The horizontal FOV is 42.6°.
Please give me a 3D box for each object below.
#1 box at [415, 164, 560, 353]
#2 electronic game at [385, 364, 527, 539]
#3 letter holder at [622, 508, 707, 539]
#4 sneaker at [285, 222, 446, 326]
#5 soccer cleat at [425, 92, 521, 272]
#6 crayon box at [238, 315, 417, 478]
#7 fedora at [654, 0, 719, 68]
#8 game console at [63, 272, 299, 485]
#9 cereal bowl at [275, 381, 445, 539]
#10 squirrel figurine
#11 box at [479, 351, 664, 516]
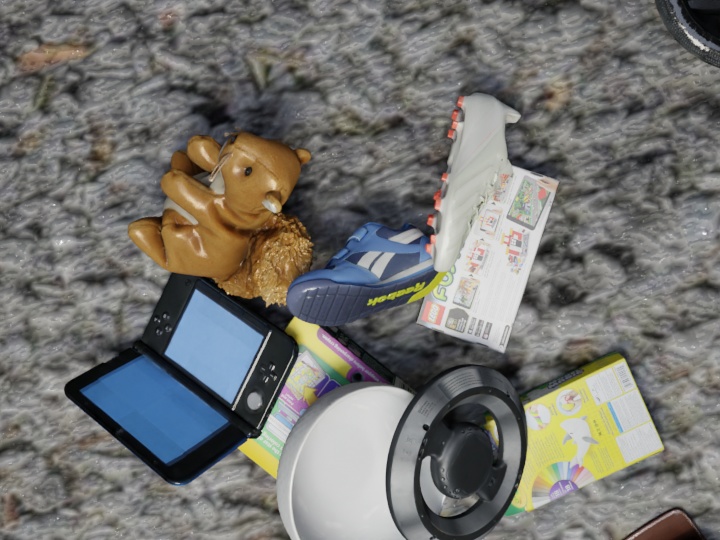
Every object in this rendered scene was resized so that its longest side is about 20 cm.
[{"bbox_3d":[0.142,-0.021,1.044,0.108,0.035,0.204,18,97,3],"label":"box"},{"bbox_3d":[0.105,0.199,0.972,0.197,0.041,0.205,-8,103,-36],"label":"electronic game"},{"bbox_3d":[0.331,0.389,1.041,0.199,0.101,0.143,-41,90,8],"label":"letter holder"},{"bbox_3d":[0.000,0.000,0.984,0.083,0.197,0.074,60,142,23],"label":"sneaker"},{"bbox_3d":[0.120,-0.093,0.977,0.076,0.069,0.204,14,76,-1],"label":"soccer cleat"},{"bbox_3d":[-0.041,0.170,1.069,0.199,0.058,0.173,38,99,-1],"label":"crayon box"},{"bbox_3d":[0.398,-0.297,0.965,0.196,0.092,0.205,1,96,5],"label":"fedora"},{"bbox_3d":[-0.196,0.106,1.010,0.198,0.118,0.173,30,97,26],"label":"game console"},{"bbox_3d":[-0.005,0.214,0.982,0.197,0.083,0.205,-4,99,-29],"label":"cereal bowl"},{"bbox_3d":[-0.117,-0.059,0.987,0.185,0.142,0.201,-26,113,37],"label":"squirrel figurine"},{"bbox_3d":[0.230,0.189,1.055,0.197,0.048,0.119,-25,94,4],"label":"box"}]
